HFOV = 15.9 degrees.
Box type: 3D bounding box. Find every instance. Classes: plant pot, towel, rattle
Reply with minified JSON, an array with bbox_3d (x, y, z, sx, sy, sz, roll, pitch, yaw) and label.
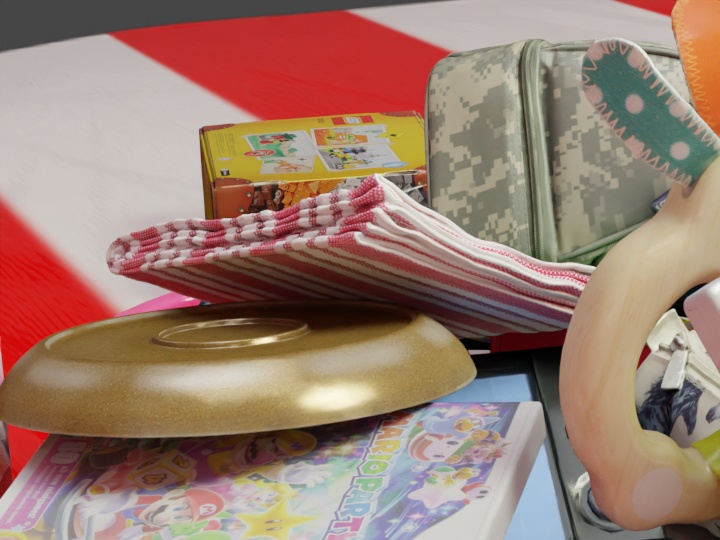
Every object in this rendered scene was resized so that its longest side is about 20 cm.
[{"bbox_3d":[-0.052,0.036,1.061,0.200,0.028,0.200,-3,7,0],"label":"plant pot"},{"bbox_3d":[0.000,0.000,1.132,0.146,0.030,0.200,19,-16,-35],"label":"towel"},{"bbox_3d":[0.142,0.015,0.905,0.130,0.200,0.143,1,23,-8],"label":"rattle"}]

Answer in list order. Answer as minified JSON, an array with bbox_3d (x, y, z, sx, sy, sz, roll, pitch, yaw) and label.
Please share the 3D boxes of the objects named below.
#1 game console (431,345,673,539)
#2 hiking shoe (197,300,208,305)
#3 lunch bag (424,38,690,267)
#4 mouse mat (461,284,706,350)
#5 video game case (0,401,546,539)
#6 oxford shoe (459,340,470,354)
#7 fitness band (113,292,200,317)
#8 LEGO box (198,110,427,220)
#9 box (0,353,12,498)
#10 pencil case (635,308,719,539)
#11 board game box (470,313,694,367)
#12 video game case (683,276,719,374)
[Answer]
[{"bbox_3d":[0.030,0.084,1.023,0.200,0.116,0.176,-5,54,-8],"label":"game console"},{"bbox_3d":[-0.061,0.045,1.272,0.200,0.074,0.087,-38,6,-28],"label":"hiking shoe"},{"bbox_3d":[0.139,-0.044,1.347,0.167,0.140,0.200,-10,-15,20],"label":"lunch bag"},{"bbox_3d":[0.109,0.025,1.312,0.161,0.008,0.200,-1,-10,9],"label":"mouse mat"},{"bbox_3d":[-0.042,0.090,0.968,0.200,0.018,0.143,-1,26,18],"label":"video game case"},{"bbox_3d":[0.025,0.072,1.211,0.071,0.071,0.200,-22,10,-10],"label":"oxford shoe"},{"bbox_3d":[-0.045,0.024,1.405,0.200,0.038,0.144,-16,16,-21],"label":"fitness band"},{"bbox_3d":[-0.022,-0.041,1.612,0.149,0.077,0.200,-4,14,-4],"label":"LEGO box"},{"bbox_3d":[-0.253,0.071,1.182,0.095,0.103,0.200,-15,17,-40],"label":"box"},{"bbox_3d":[0.176,0.084,1.065,0.078,0.090,0.200,-40,24,-8],"label":"pencil case"},{"bbox_3d":[0.112,0.049,1.252,0.158,0.039,0.200,7,-8,8],"label":"board game box"},{"bbox_3d":[0.229,0.058,0.897,0.182,0.200,0.023,-27,-5,-29],"label":"video game case"}]
